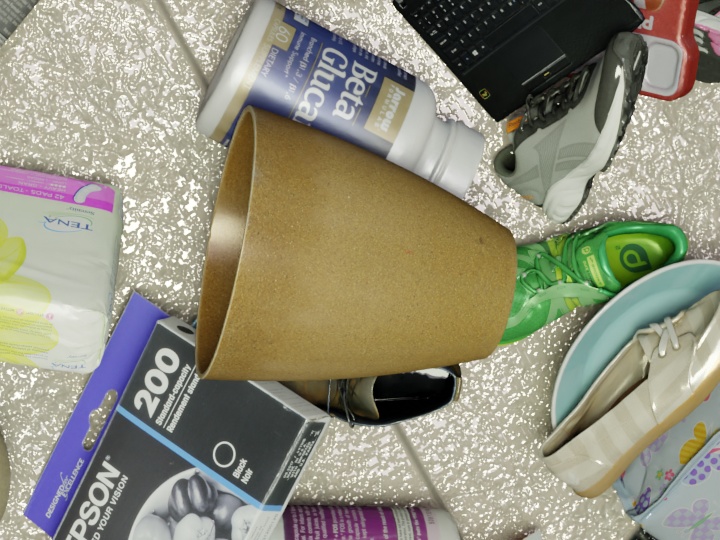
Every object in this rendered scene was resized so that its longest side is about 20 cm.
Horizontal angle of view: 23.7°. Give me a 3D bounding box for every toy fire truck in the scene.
[{"bbox_3d":[0.162,-0.223,1.275,0.198,0.112,0.170,16,111,25],"label":"toy fire truck"}]

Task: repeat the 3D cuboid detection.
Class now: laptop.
[{"bbox_3d":[0.066,-0.191,1.232,0.200,0.177,0.103,47,52,-9],"label":"laptop"}]

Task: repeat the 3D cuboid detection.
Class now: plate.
[{"bbox_3d":[0.231,0.074,1.336,0.198,0.026,0.202,-14,125,-20],"label":"plate"}]

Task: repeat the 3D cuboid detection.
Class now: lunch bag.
[{"bbox_3d":[0.309,0.130,1.307,0.169,0.127,0.200,33,108,-26],"label":"lunch bag"}]

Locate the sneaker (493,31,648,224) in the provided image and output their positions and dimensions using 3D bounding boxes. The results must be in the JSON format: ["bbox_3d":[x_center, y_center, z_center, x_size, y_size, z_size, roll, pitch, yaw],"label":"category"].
[{"bbox_3d":[0.153,-0.107,1.266,0.079,0.201,0.074,26,56,-1],"label":"sneaker"}]

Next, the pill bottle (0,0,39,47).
[{"bbox_3d":[-0.258,-0.247,1.218,0.116,0.116,0.200,40,87,-10],"label":"pill bottle"}]

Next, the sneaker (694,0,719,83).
[{"bbox_3d":[0.304,-0.194,1.344,0.198,0.080,0.087,17,69,-8],"label":"sneaker"}]

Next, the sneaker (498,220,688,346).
[{"bbox_3d":[0.159,-0.001,1.316,0.198,0.084,0.075,-19,79,-11],"label":"sneaker"}]

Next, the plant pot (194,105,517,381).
[{"bbox_3d":[0.000,0.000,1.184,0.198,0.186,0.188,12,93,-12],"label":"plant pot"}]

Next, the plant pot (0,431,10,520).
[{"bbox_3d":[-0.329,0.148,1.219,0.134,0.199,0.203,2,95,-44],"label":"plant pot"}]

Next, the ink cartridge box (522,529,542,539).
[{"bbox_3d":[0.097,0.317,1.306,0.057,0.162,0.202,-10,93,33],"label":"ink cartridge box"}]

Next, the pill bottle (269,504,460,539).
[{"bbox_3d":[-0.029,0.233,1.297,0.198,0.112,0.114,3,94,-9],"label":"pill bottle"}]

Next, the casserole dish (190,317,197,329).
[{"bbox_3d":[-0.042,0.053,1.317,0.199,0.039,0.122,-28,99,-5],"label":"casserole dish"}]

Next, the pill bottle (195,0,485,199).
[{"bbox_3d":[-0.012,-0.109,1.271,0.199,0.111,0.112,26,90,-10],"label":"pill bottle"}]

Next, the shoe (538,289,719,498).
[{"bbox_3d":[0.210,0.085,1.267,0.053,0.070,0.200,35,106,-17],"label":"shoe"}]

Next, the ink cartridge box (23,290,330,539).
[{"bbox_3d":[-0.147,0.144,1.243,0.199,0.043,0.199,30,97,27],"label":"ink cartridge box"}]

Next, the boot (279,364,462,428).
[{"bbox_3d":[-0.019,0.072,1.253,0.198,0.097,0.076,-1,97,-9],"label":"boot"}]

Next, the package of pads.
[{"bbox_3d":[-0.271,-0.008,1.215,0.198,0.155,0.069,9,129,-10],"label":"package of pads"}]
